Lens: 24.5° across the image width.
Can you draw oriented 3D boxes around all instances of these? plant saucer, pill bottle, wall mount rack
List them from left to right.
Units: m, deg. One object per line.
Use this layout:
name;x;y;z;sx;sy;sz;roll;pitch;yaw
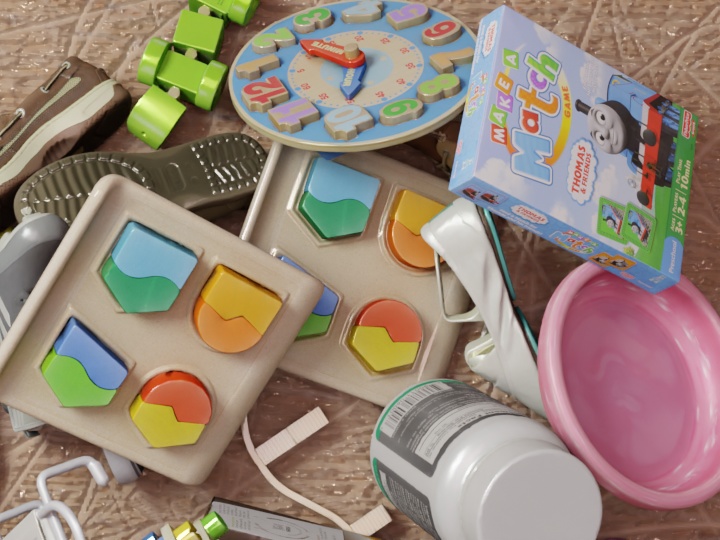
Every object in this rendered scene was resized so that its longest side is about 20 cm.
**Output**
wall mount rack;-0.205;0.238;1.224;0.074;0.200;0.174;-16;76;-36
pill bottle;0.089;0.152;1.210;0.113;0.200;0.114;-3;100;-18
plant saucer;0.210;0.088;1.274;0.200;0.051;0.202;13;65;-29

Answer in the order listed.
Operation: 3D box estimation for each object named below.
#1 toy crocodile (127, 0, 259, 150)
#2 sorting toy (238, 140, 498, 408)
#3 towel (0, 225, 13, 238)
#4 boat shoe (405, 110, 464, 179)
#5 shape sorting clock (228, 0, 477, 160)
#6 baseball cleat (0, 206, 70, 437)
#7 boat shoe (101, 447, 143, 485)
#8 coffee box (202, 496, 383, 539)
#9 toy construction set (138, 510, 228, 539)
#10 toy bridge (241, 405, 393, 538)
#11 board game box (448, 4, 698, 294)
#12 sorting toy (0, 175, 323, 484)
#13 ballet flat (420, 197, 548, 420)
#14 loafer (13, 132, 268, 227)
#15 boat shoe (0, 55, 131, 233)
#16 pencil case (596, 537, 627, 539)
toy crocodile;-0.127;-0.190;1.327;0.067;0.062;0.201;21;78;0
sorting toy;0.000;0.000;1.289;0.199;0.036;0.186;22;82;-17
towel;-0.351;-0.081;1.322;0.086;0.018;0.201;-30;86;-2
boat shoe;0.092;-0.104;1.315;0.199;0.076;0.074;2;86;-2
shape sorting clock;-0.004;-0.156;1.280;0.199;0.039;0.201;-7;42;6
baseball cleat;-0.231;0.048;1.227;0.070;0.200;0.107;-20;60;-30
boat shoe;-0.186;0.063;1.290;0.066;0.070;0.201;-15;76;-4
coffee box;-0.033;0.254;1.252;0.199;0.080;0.115;15;98;-1
toy construction set;-0.090;0.254;1.143;0.092;0.131;0.201;-23;95;-3
toy bridge;-0.056;0.131;1.303;0.067;0.027;0.200;-34;87;-5
board game box;0.166;-0.090;1.258;0.199;0.037;0.152;24;62;-24
sorting toy;-0.145;0.051;1.194;0.199;0.036;0.186;27;101;-29
ballet flat;0.101;0.038;1.289;0.069;0.069;0.201;-25;107;-5
loafer;-0.167;-0.052;1.283;0.199;0.068;0.076;-10;62;-15
boat shoe;-0.274;-0.092;1.293;0.075;0.075;0.202;43;64;9
pencil case;0.206;0.302;1.268;0.087;0.087;0.201;-21;86;-5
